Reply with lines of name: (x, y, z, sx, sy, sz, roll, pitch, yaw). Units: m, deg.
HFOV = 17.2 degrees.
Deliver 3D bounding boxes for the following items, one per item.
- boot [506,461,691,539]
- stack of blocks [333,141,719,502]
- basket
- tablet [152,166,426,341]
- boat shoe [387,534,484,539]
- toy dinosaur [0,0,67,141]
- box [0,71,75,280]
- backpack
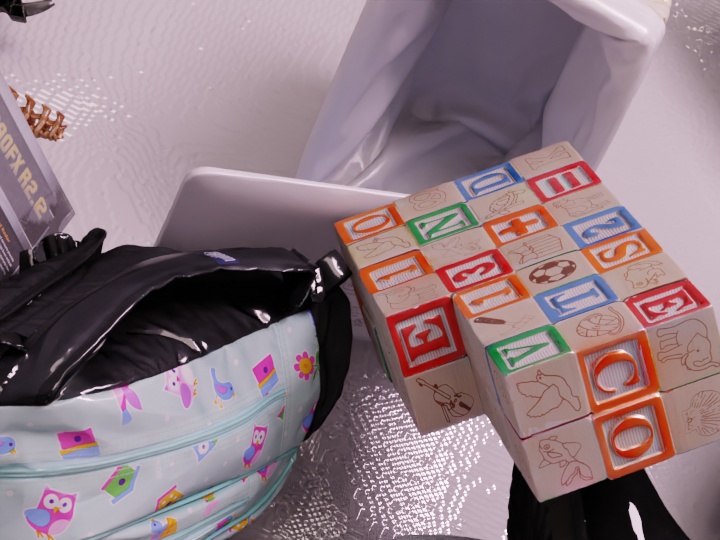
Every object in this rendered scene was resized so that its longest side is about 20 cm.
boot: (0.146, 0.134, 0.997, 0.157, 0.080, 0.212, 5, 51, -10)
stack of blocks: (0.068, 0.021, 0.992, 0.115, 0.059, 0.200, -20, 24, -5)
basket: (0.067, -0.101, 1.198, 0.135, 0.200, 0.124, 28, 40, 2)
tablet: (0.000, 0.000, 1.124, 0.199, 0.130, 0.014, 7, 58, -17)
boat shoe: (-0.012, 0.168, 1.012, 0.201, 0.075, 0.086, -1, 51, -20)
toy dinosaur: (-0.228, -0.126, 1.189, 0.200, 0.102, 0.136, 46, 63, -5)
box: (-0.219, -0.054, 1.048, 0.048, 0.201, 0.159, -3, 37, 31)
backpack: (-0.109, 0.060, 1.002, 0.166, 0.127, 0.200, -1, 15, 31)
